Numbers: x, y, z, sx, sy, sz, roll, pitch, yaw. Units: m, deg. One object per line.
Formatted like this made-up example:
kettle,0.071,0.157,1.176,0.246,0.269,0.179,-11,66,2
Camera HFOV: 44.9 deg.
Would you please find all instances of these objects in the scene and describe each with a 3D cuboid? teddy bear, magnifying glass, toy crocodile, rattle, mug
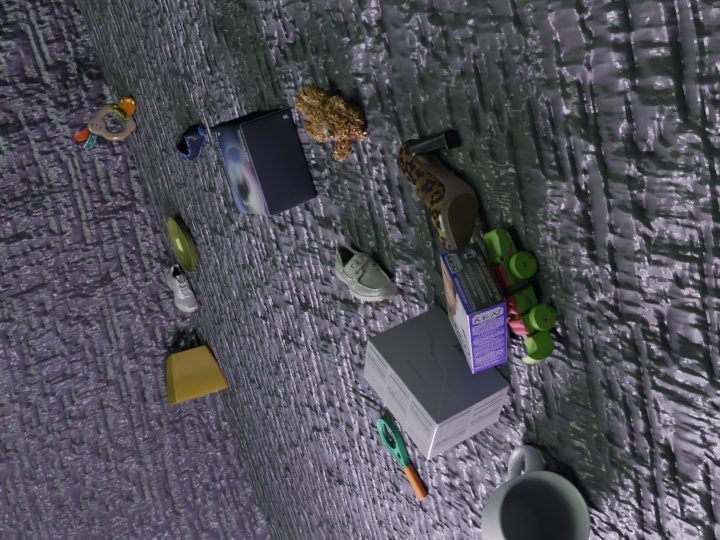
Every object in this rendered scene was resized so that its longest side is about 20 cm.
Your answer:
teddy bear,-0.065,-0.270,1.572,0.200,0.067,0.145,42,149,45
magnifying glass,0.092,0.416,1.936,0.200,0.022,0.080,59,156,14
toy crocodile,0.224,0.035,1.246,0.067,0.062,0.201,-15,98,66
rattle,-0.829,-0.479,2.836,0.143,0.200,0.131,14,124,61
mug,0.268,0.384,1.407,0.175,0.147,0.201,110,162,-68

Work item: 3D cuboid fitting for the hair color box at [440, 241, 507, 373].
hair color box,0.170,0.059,1.293,0.200,0.065,0.110,76,174,-58

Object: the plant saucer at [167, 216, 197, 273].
plant saucer,-0.589,-0.090,2.903,0.200,0.031,0.200,48,151,37

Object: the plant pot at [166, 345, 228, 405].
plant pot,-0.626,0.385,3.241,0.200,0.199,0.177,-30,76,67

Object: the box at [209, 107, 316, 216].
box,-0.211,-0.231,1.851,0.198,0.123,0.201,11,122,61

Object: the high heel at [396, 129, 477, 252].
high heel,0.110,-0.107,1.332,0.142,0.071,0.201,-7,89,59

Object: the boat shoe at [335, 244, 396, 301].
boat shoe,0.000,0.000,1.679,0.200,0.071,0.070,31,141,55

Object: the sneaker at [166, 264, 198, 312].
sneaker,-0.640,0.065,3.110,0.200,0.074,0.087,54,149,26

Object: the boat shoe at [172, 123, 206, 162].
boat shoe,-0.474,-0.350,2.364,0.084,0.069,0.200,63,157,8

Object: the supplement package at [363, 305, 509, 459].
supplement package,0.125,0.187,1.481,0.200,0.155,0.111,50,150,33
